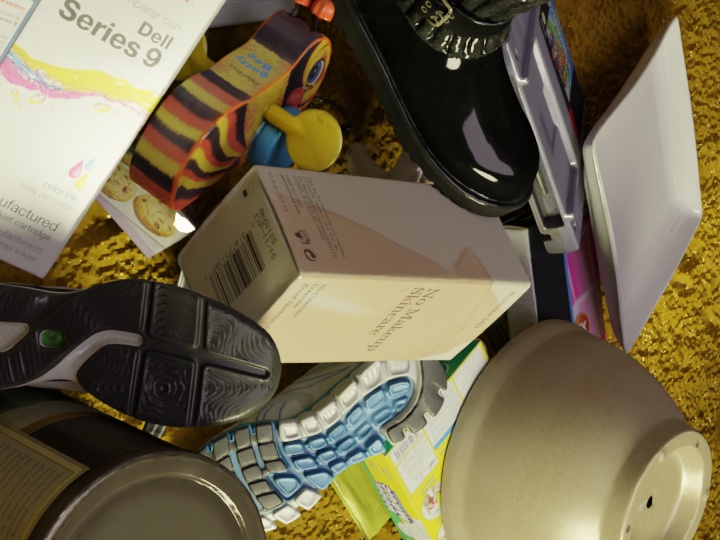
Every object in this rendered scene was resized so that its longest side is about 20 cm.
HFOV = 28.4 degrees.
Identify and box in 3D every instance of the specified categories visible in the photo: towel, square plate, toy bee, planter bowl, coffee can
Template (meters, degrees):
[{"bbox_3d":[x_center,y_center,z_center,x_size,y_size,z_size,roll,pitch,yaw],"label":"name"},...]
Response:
[{"bbox_3d":[0.053,0.106,1.082,0.200,0.018,0.087,-46,124,-24],"label":"towel"},{"bbox_3d":[0.228,-0.072,1.152,0.200,0.028,0.200,-51,136,-42],"label":"square plate"},{"bbox_3d":[-0.063,-0.119,0.861,0.201,0.130,0.109,-70,-178,-56],"label":"toy bee"},{"bbox_3d":[0.172,0.153,1.048,0.199,0.134,0.203,-23,122,-41],"label":"planter bowl"},{"bbox_3d":[-0.166,0.146,0.779,0.145,0.199,0.148,-10,106,-39],"label":"coffee can"}]

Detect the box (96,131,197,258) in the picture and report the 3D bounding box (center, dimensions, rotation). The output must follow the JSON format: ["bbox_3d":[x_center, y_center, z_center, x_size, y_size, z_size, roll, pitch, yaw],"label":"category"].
[{"bbox_3d":[-0.166,-0.090,0.829,0.041,0.039,0.201,-29,126,11],"label":"box"}]

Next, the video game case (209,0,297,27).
[{"bbox_3d":[-0.119,-0.246,0.858,0.180,0.023,0.203,-15,109,-38],"label":"video game case"}]

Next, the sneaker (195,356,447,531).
[{"bbox_3d":[-0.038,0.109,0.971,0.198,0.087,0.076,-27,107,-8],"label":"sneaker"}]

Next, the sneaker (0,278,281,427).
[{"bbox_3d":[-0.142,0.035,0.803,0.198,0.115,0.077,8,94,-3],"label":"sneaker"}]

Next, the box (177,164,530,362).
[{"bbox_3d":[0.000,0.000,0.868,0.198,0.095,0.078,2,53,-43],"label":"box"}]

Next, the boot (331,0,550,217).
[{"bbox_3d":[0.076,-0.138,0.840,0.212,0.157,0.079,54,51,-13],"label":"boot"}]

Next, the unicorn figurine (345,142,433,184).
[{"bbox_3d":[0.051,-0.114,0.998,0.198,0.073,0.139,-12,103,-36],"label":"unicorn figurine"}]

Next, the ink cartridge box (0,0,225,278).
[{"bbox_3d":[-0.178,-0.119,0.727,0.144,0.088,0.201,28,107,-31],"label":"ink cartridge box"}]

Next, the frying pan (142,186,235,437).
[{"bbox_3d":[-0.097,0.028,0.901,0.191,0.031,0.115,-58,157,-19],"label":"frying pan"}]

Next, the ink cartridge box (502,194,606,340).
[{"bbox_3d":[0.157,0.048,1.137,0.094,0.037,0.203,-26,115,-45],"label":"ink cartridge box"}]

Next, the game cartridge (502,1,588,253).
[{"bbox_3d":[0.131,-0.128,1.036,0.201,0.038,0.131,63,33,-42],"label":"game cartridge"}]

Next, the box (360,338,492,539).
[{"bbox_3d":[0.070,0.149,1.070,0.117,0.048,0.201,-47,134,-23],"label":"box"}]
